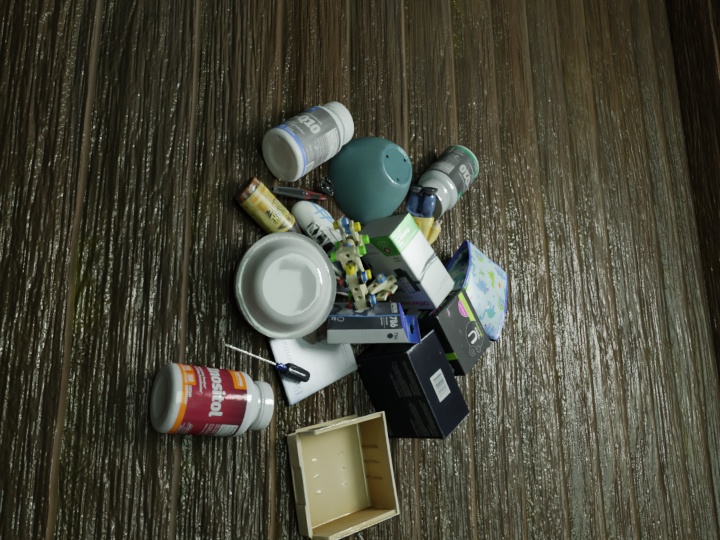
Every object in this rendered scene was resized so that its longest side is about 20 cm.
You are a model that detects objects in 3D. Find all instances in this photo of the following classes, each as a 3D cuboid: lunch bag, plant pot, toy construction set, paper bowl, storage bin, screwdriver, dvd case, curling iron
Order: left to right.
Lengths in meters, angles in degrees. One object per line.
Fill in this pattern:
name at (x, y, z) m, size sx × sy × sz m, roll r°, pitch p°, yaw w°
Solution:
screwdriver at (-0.176, 0.179, 1.188) m, size 0.197 × 0.028 × 0.030 m, roll 25°, pitch 35°, yaw -36°
paper bowl at (-0.142, 0.029, 1.184) m, size 0.194 × 0.104 × 0.208 m, roll 1°, pitch 88°, yaw -16°
curling iron at (-0.124, -0.173, 1.321) m, size 0.198 × 0.025 × 0.051 m, roll -12°, pitch 101°, yaw -53°
dvd case at (-0.098, 0.174, 1.289) m, size 0.197 × 0.017 × 0.147 m, roll -21°, pitch 94°, yaw -41°
storage bin at (-0.036, 0.405, 1.237) m, size 0.195 × 0.093 × 0.207 m, roll -3°, pitch 82°, yaw -41°
toy construction set at (0.000, 0.000, 1.261) m, size 0.201 × 0.090 × 0.133 m, roll 53°, pitch 23°, yaw -33°
plant pot at (0.043, -0.222, 1.427) m, size 0.196 × 0.133 × 0.207 m, roll 12°, pitch 72°, yaw -37°
lunch bag at (0.289, 0.053, 1.576) m, size 0.168 × 0.126 × 0.204 m, roll 34°, pitch 69°, yaw -28°

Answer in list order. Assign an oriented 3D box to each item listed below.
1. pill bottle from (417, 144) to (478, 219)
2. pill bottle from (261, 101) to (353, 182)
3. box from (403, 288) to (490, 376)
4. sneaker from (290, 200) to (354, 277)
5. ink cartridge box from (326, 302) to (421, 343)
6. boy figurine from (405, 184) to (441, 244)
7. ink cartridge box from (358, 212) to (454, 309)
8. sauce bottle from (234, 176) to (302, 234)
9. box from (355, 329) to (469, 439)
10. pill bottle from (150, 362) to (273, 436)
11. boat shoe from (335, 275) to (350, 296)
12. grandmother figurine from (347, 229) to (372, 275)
pill bottle at (0.216, -0.225, 1.589) m, size 0.114 × 0.112 × 0.201 m, roll 53°, pitch 53°, yaw -16°
pill bottle at (-0.108, -0.282, 1.327) m, size 0.199 × 0.112 × 0.116 m, roll -41°, pitch 105°, yaw -39°
box at (0.165, 0.148, 1.399) m, size 0.124 × 0.198 × 0.151 m, roll -38°, pitch 103°, yaw -38°
sneaker at (-0.073, -0.067, 1.313) m, size 0.201 × 0.072 × 0.073 m, roll 48°, pitch 15°, yaw -9°
ink cartridge box at (0.027, 0.107, 1.274) m, size 0.193 × 0.100 × 0.040 m, roll 0°, pitch 120°, yaw -3°
boy figurine at (0.133, -0.103, 1.497) m, size 0.064 × 0.121 × 0.206 m, roll -38°, pitch 139°, yaw -71°
ink cartridge box at (0.093, -0.015, 1.349) m, size 0.083 × 0.145 × 0.202 m, roll -48°, pitch 113°, yaw -28°
sauce bottle at (-0.169, -0.100, 1.265) m, size 0.200 × 0.065 × 0.067 m, roll 45°, pitch 55°, yaw -23°
box at (0.109, 0.249, 1.339) m, size 0.103 × 0.180 × 0.205 m, roll -30°, pitch 99°, yaw -40°
pill bottle at (-0.255, 0.229, 1.080) m, size 0.196 × 0.112 × 0.117 m, roll 14°, pitch 70°, yaw -37°
boat shoe at (-0.088, 0.030, 1.299) m, size 0.196 × 0.071 × 0.064 m, roll 21°, pitch 85°, yaw -32°
grandmother figurine at (0.022, -0.043, 1.419) m, size 0.197 × 0.060 × 0.125 m, roll 24°, pitch 56°, yaw -37°
